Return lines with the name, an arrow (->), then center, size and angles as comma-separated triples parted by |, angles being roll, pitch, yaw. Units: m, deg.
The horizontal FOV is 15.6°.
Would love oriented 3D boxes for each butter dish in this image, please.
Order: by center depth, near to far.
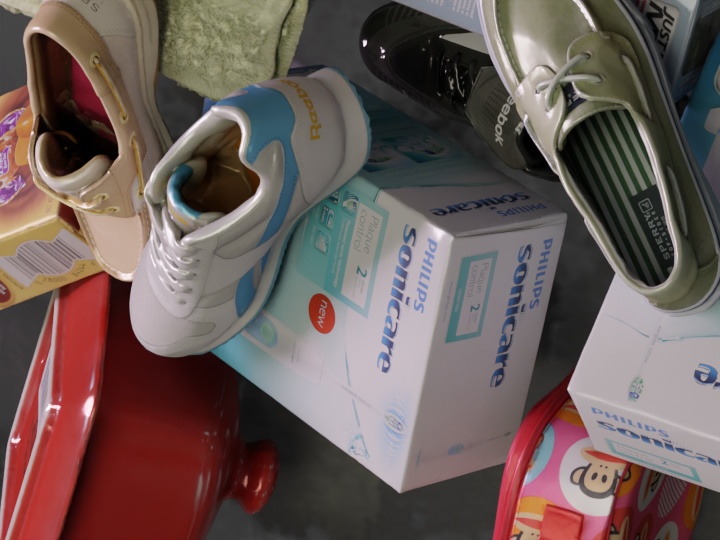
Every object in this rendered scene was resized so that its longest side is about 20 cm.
butter dish -> -0.118, 0.102, 1.484 | 0.147, 0.200, 0.200 | 13, 121, -11

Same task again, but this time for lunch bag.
lunch bag -> 0.113, 0.153, 1.356 | 0.082, 0.176, 0.201 | 18, 114, 18

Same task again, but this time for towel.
towel -> -0.108, -0.173, 1.332 | 0.199, 0.036, 0.149 | 25, 117, 24

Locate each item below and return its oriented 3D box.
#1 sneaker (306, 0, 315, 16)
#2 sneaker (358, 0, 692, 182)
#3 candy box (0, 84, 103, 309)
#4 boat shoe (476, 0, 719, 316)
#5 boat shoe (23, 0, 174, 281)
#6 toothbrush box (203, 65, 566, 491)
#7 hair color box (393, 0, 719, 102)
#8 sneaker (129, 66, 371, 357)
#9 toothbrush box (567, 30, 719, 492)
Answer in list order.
sneaker -> -0.026, -0.209, 1.345 | 0.081, 0.088, 0.201 | 31, 121, 23
sneaker -> 0.080, -0.092, 1.335 | 0.199, 0.090, 0.067 | 21, 116, 21
candy box -> -0.219, -0.033, 1.501 | 0.199, 0.117, 0.056 | -21, 135, 33
boat shoe -> 0.110, -0.072, 1.197 | 0.072, 0.062, 0.201 | -34, 73, 15
boat shoe -> -0.139, -0.066, 1.344 | 0.073, 0.069, 0.201 | 20, 137, 27
toothbrush box -> 0.000, 0.000, 1.368 | 0.200, 0.085, 0.147 | 34, 124, 39
hair color box -> 0.087, -0.152, 1.303 | 0.199, 0.099, 0.061 | 24, 116, 19
sneaker -> -0.076, -0.027, 1.311 | 0.077, 0.081, 0.200 | 57, 135, 23
toothbrush box -> 0.205, 0.006, 1.241 | 0.146, 0.085, 0.201 | 17, 71, 22
